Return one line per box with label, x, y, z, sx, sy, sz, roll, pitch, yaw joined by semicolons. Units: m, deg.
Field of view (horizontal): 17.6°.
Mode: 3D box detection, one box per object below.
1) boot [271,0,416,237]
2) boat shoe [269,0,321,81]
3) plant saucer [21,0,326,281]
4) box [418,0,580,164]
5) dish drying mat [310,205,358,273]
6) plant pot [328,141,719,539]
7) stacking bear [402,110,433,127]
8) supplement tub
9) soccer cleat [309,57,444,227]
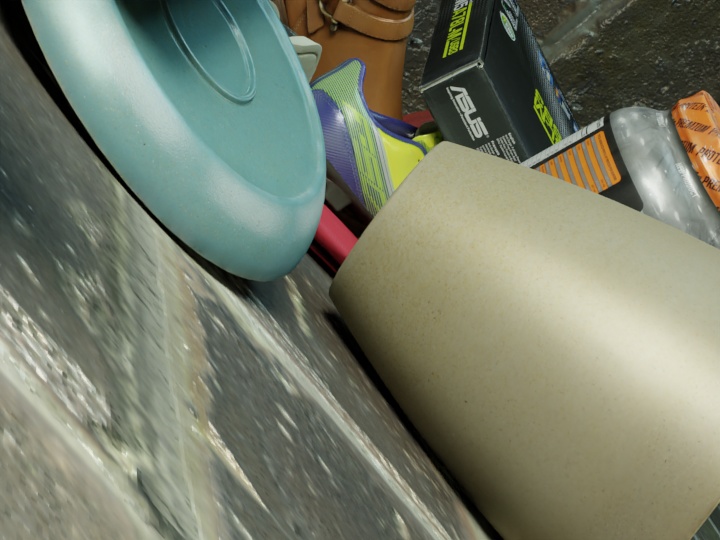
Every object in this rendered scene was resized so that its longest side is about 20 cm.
boot;0.011;-0.131;1.378;0.076;0.156;0.201;3;51;-30
boat shoe;-0.077;-0.116;1.195;0.067;0.072;0.200;34;4;11
plant saucer;-0.070;-0.091;0.939;0.200;0.027;0.201;49;23;-30
box;0.103;-0.065;1.398;0.201;0.047;0.193;62;14;-18
dish drying mat;0.000;0.000;1.282;0.200;0.018;0.077;45;8;-47
plant pot;0.090;0.035;1.094;0.200;0.188;0.187;39;4;6
stacking bear;0.062;-0.018;1.479;0.122;0.113;0.200;49;11;-23
supplement tub;0.116;-0.005;1.223;0.123;0.199;0.123;54;17;-26
soccer cleat;0.038;-0.037;1.328;0.200;0.084;0.065;44;-6;-23
